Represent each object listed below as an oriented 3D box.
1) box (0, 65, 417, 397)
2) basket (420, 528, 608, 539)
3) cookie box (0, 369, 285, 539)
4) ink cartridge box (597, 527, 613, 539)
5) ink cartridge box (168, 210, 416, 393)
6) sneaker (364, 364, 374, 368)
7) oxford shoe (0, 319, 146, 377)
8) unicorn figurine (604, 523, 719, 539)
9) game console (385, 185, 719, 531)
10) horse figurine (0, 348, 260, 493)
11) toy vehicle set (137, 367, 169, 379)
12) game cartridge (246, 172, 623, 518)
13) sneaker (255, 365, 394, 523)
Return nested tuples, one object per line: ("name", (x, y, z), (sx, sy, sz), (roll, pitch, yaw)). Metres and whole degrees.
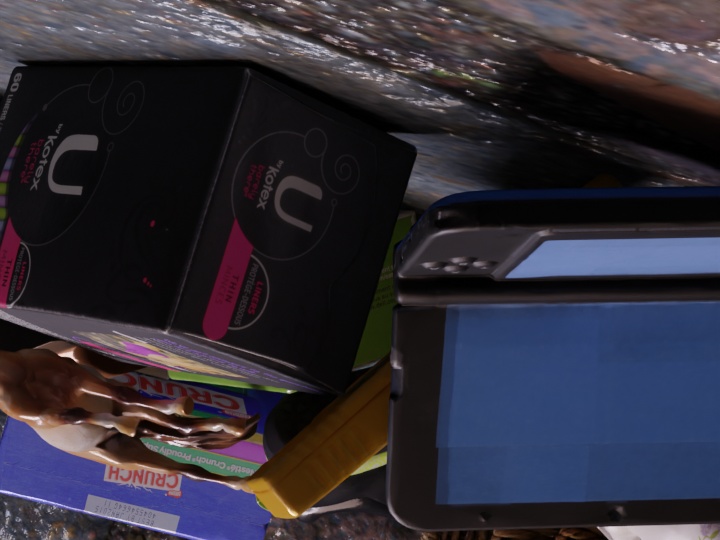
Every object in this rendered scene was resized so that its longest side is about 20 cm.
("box", (-0.088, -0.021, 1.104), (0.106, 0.123, 0.200), (23, 169, -38))
("basket", (0.141, 0.144, 1.586), (0.149, 0.201, 0.143), (18, 173, -19))
("cookie box", (-0.132, 0.091, 1.496), (0.171, 0.075, 0.200), (15, -166, -7))
("ink cartridge box", (0.197, 0.102, 1.144), (0.146, 0.084, 0.200), (48, 157, 13))
("ink cartridge box", (0.000, 0.000, 1.339), (0.200, 0.076, 0.148), (-20, -169, -29))
("sneaker", (-0.019, 0.050, 1.463), (0.200, 0.074, 0.082), (48, 175, -10))
("oxford shoe", (-0.104, 0.018, 1.241), (0.200, 0.072, 0.071), (-10, 152, 31))
("unicorn figurine", (0.137, 0.116, 1.098), (0.200, 0.074, 0.138), (11, 135, 35))
("game console", (0.116, 0.038, 0.951), (0.199, 0.119, 0.171), (-2, 171, -7))
("horse figurine", (-0.127, 0.069, 1.200), (0.132, 0.050, 0.200), (12, 171, 27))
("toy vehicle set", (-0.199, -0.008, 1.489), (0.199, 0.124, 0.027), (15, 131, 0))
("game cartridge", (0.032, 0.038, 1.094), (0.032, 0.200, 0.176), (51, 172, 1))
("sneaker", (0.040, 0.090, 1.288), (0.199, 0.072, 0.083), (-8, 134, -6))
